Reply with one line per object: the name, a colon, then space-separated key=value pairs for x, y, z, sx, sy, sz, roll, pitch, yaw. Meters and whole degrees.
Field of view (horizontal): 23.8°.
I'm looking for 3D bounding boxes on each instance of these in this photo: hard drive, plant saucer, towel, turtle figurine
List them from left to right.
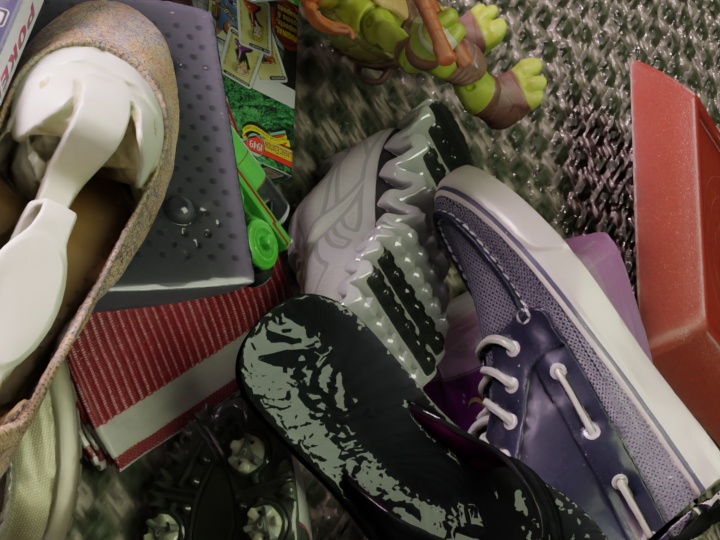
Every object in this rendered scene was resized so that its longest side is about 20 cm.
hard drive: x=-0.143 y=-0.045 z=0.616 sx=0.198 sy=0.042 sz=0.136 roll=2 pitch=60 yaw=-25
towel: x=-0.100 y=-0.032 z=0.749 sx=0.144 sy=0.023 sz=0.202 roll=-32 pitch=109 yaw=-46
turtle figurine: x=0.022 y=-0.121 z=0.862 sx=0.160 sy=0.200 sz=0.065 roll=21 pitch=106 yaw=-43
plant saucer: x=0.220 y=-0.003 z=1.069 sx=0.200 sy=0.036 sz=0.202 roll=42 pitch=43 yaw=-51

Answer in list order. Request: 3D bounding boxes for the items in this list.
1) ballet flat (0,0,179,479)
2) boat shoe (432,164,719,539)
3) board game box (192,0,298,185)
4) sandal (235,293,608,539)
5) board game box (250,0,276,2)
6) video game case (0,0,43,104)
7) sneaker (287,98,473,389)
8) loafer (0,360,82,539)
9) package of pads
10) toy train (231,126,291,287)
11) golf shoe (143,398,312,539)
ballet flat: x=-0.098 y=-0.018 z=0.555 sx=0.068 sy=0.067 sz=0.202 roll=23 pitch=60 yaw=-14
boat shoe: x=0.075 y=0.053 z=0.769 sx=0.092 sy=0.075 sz=0.201 roll=-35 pitch=77 yaw=-12
board game box: x=-0.106 y=-0.119 z=0.795 sx=0.199 sy=0.023 sz=0.106 roll=22 pitch=63 yaw=-43
sandal: x=0.030 y=0.090 z=0.698 sx=0.200 sy=0.048 sz=0.076 roll=40 pitch=74 yaw=-4
board game box: x=-0.071 y=-0.193 z=0.728 sx=0.199 sy=0.065 sz=0.147 roll=35 pitch=25 yaw=20
video game case: x=-0.208 y=-0.094 z=0.568 sx=0.023 sy=0.198 sz=0.184 roll=95 pitch=8 yaw=-57
sneaker: x=0.000 y=0.000 z=0.811 sx=0.076 sy=0.080 sz=0.201 roll=62 pitch=29 yaw=-29
loafer: x=-0.162 y=0.021 z=0.645 sx=0.068 sy=0.076 sz=0.202 roll=-8 pitch=69 yaw=-36
package of pads: x=0.081 y=0.066 z=0.896 sx=0.199 sy=0.075 sz=0.122 roll=-27 pitch=99 yaw=-49
toy train: x=-0.090 y=-0.077 z=0.723 sx=0.201 sy=0.041 sz=0.057 roll=55 pitch=37 yaw=-29
golf shoe: x=-0.043 y=0.156 z=0.739 sx=0.088 sy=0.076 sz=0.202 roll=12 pitch=73 yaw=-62
